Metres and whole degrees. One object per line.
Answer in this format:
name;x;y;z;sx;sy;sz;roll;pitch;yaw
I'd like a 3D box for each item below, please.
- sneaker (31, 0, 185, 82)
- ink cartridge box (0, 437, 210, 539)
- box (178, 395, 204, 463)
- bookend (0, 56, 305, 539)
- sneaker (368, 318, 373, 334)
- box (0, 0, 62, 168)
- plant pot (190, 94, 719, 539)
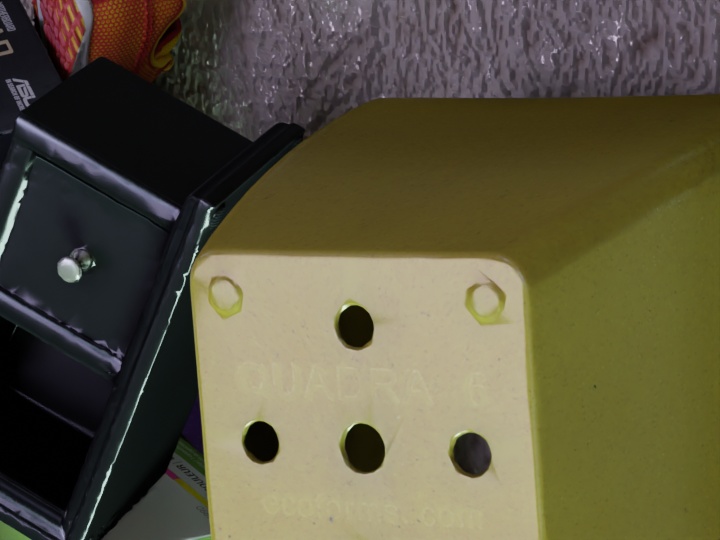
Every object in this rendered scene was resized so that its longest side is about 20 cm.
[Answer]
sneaker;-0.127;-0.097;1.368;0.200;0.077;0.073;141;112;-69
ink cartridge box;-0.162;0.132;1.286;0.148;0.200;0.076;33;123;45
box;-0.084;0.136;1.386;0.200;0.039;0.137;46;133;38
bookend;-0.156;-0.013;1.217;0.199;0.092;0.200;31;122;9
sneaker;0.000;0.000;1.211;0.200;0.078;0.077;-9;76;50
box;-0.182;-0.048;1.378;0.200;0.043;0.160;93;154;-44
plant pot;0.045;0.047;1.018;0.200;0.176;0.200;1;101;32
